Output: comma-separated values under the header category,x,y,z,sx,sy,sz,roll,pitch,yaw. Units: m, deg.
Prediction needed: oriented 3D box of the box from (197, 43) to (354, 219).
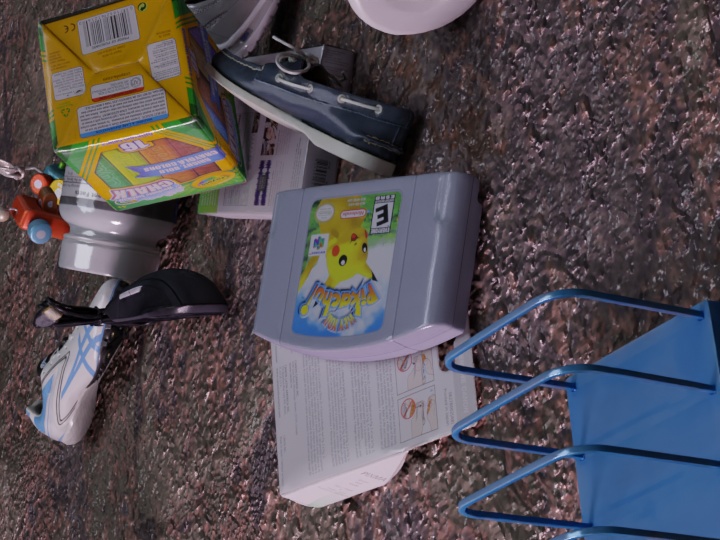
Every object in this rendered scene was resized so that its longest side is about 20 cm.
category,x,y,z,sx,sy,sz,roll,pitch,yaw
box,-0.076,-0.116,1.567,0.200,0.036,0.145,5,85,59

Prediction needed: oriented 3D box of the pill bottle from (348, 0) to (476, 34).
category,x,y,z,sx,sy,sz,roll,pitch,yaw
pill bottle,0.019,-0.282,1.372,0.114,0.114,0.200,-58,37,34

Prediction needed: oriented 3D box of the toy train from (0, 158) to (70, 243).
category,x,y,z,sx,sy,sz,roll,pitch,yaw
toy train,-0.305,-0.082,1.845,0.056,0.150,0.200,-64,29,16

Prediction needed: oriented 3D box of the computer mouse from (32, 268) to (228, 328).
category,x,y,z,sx,sy,sz,roll,pitch,yaw
computer mouse,-0.217,0.025,1.655,0.200,0.140,0.046,-10,81,59

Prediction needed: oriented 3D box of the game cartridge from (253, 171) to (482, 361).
category,x,y,z,sx,sy,sz,roll,pitch,yaw
game cartridge,0.000,0.000,1.340,0.200,0.040,0.134,-5,75,44

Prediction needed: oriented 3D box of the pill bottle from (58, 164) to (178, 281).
category,x,y,z,sx,sy,sz,roll,pitch,yaw
pill bottle,-0.227,-0.093,1.743,0.114,0.114,0.200,8,89,61

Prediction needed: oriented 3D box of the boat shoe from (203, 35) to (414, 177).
category,x,y,z,sx,sy,sz,roll,pitch,yaw
boat shoe,-0.042,-0.138,1.431,0.200,0.075,0.062,31,97,37

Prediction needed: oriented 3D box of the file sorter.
category,x,y,z,sx,sy,sz,roll,pitch,yaw
file sorter,0.133,0.125,1.036,0.139,0.123,0.200,-37,50,50

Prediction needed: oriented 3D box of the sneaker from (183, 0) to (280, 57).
category,x,y,z,sx,sy,sz,roll,pitch,yaw
sneaker,-0.093,-0.289,1.587,0.075,0.082,0.200,24,89,60

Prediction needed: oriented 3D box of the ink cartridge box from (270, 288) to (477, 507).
category,x,y,z,sx,sy,sz,roll,pitch,yaw
ink cartridge box,0.017,0.073,1.352,0.200,0.050,0.161,-23,60,35

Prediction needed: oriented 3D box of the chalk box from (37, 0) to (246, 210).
category,x,y,z,sx,sy,sz,roll,pitch,yaw
chalk box,-0.175,-0.132,1.532,0.200,0.124,0.124,52,-154,-69

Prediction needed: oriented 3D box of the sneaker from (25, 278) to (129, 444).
category,x,y,z,sx,sy,sz,roll,pitch,yaw
sneaker,-0.284,0.088,1.813,0.200,0.072,0.072,-64,-4,28
